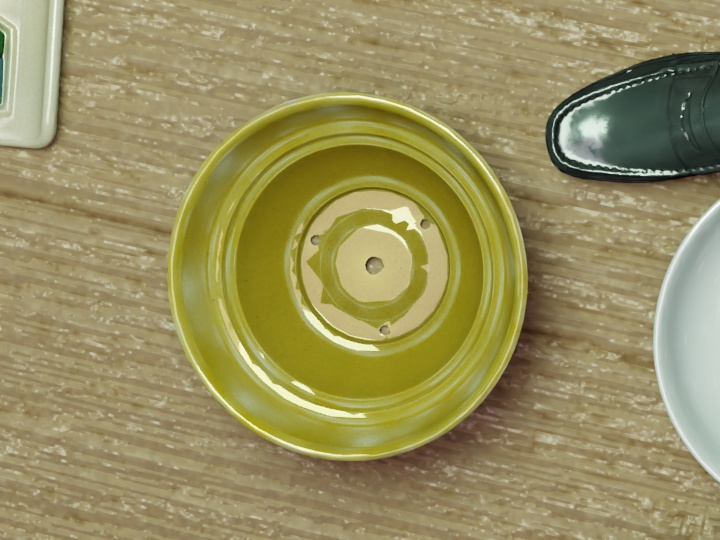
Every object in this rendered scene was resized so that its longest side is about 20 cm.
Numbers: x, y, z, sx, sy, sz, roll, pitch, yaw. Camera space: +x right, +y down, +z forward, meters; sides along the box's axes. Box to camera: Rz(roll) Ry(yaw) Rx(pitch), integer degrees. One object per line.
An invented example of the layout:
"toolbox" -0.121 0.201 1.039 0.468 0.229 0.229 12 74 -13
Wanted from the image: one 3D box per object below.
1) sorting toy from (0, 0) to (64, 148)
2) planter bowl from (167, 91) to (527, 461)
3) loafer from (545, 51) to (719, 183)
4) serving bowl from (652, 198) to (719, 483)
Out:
"sorting toy" -0.267 -0.170 1.497 0.199 0.036 0.186 6 96 12
"planter bowl" 0.000 0.000 1.429 0.200 0.083 0.201 1 96 13
"loafer" 0.195 -0.087 1.385 0.200 0.070 0.068 -9 93 13
"serving bowl" 0.260 0.035 1.384 0.200 0.066 0.201 1 96 13
